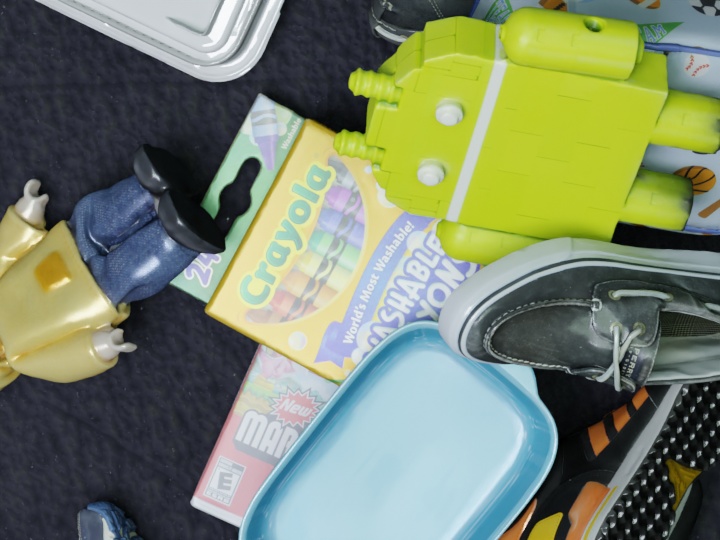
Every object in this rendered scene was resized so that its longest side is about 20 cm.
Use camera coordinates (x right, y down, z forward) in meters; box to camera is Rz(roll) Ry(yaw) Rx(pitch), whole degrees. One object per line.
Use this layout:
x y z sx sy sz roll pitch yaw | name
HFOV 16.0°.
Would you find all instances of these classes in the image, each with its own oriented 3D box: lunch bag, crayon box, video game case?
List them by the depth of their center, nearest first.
0.138 -0.094 1.415 0.199 0.076 0.160 10 137 -9 | lunch bag
0.000 0.000 1.453 0.200 0.052 0.126 28 93 -1 | crayon box
0.005 0.075 1.492 0.143 0.017 0.201 24 93 -1 | video game case

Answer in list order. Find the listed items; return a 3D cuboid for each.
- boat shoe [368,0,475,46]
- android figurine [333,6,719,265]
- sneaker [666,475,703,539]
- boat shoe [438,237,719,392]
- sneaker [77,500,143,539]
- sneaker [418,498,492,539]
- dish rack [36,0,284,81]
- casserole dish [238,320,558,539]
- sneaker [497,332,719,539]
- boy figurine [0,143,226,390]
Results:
0.104 -0.147 1.463 0.199 0.072 0.068 8 132 -7 | boat shoe
0.087 -0.071 1.356 0.199 0.041 0.182 10 137 -8 | android figurine
0.149 0.209 1.486 0.087 0.076 0.200 34 85 -31 | sneaker
0.140 0.028 1.372 0.199 0.071 0.072 -5 131 -26 | boat shoe
-0.160 0.234 1.476 0.085 0.077 0.201 -3 93 5 | sneaker
0.045 0.205 1.476 0.077 0.089 0.201 18 86 30 | sneaker
-0.107 -0.222 1.440 0.171 0.044 0.201 26 101 7 | dish rack
0.021 0.118 1.417 0.121 0.039 0.200 39 94 -3 | casserole dish
0.148 0.097 1.447 0.200 0.090 0.070 -52 134 -32 | sneaker
-0.176 0.007 1.455 0.200 0.064 0.125 -33 67 15 | boy figurine
